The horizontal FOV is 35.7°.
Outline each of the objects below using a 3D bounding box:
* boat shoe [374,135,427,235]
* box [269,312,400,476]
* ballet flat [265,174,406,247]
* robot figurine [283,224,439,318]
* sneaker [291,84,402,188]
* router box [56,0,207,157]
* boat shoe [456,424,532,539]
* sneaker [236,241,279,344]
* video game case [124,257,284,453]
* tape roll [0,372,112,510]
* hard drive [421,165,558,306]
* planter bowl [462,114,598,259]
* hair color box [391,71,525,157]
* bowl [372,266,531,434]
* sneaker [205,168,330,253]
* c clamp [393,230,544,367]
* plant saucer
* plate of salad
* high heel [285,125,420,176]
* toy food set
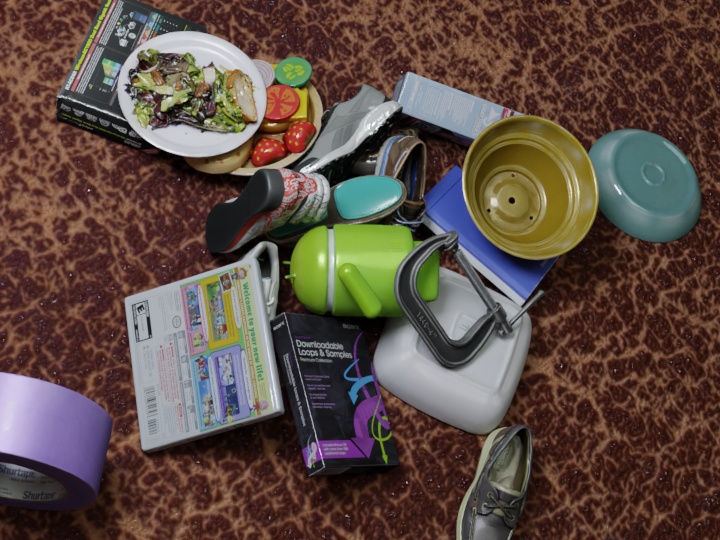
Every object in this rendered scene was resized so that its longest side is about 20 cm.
[{"bbox_3d":[0.049,-0.084,1.512,0.071,0.072,0.203,6,90,-29],"label":"boat shoe"},{"bbox_3d":[-0.031,0.153,1.392,0.142,0.036,0.202,8,57,-48],"label":"box"},{"bbox_3d":[-0.031,-0.076,1.493,0.197,0.067,0.069,-12,67,8],"label":"ballet flat"},{"bbox_3d":[0.000,0.000,1.429,0.197,0.176,0.118,1,102,-5],"label":"robot figurine"},{"bbox_3d":[-0.032,-0.175,1.506,0.079,0.074,0.200,42,66,12],"label":"sneaker"},{"bbox_3d":[-0.313,-0.272,1.538,0.148,0.062,0.202,21,60,-7],"label":"router box"},{"bbox_3d":[0.171,0.284,1.408,0.072,0.065,0.202,20,61,-8],"label":"boat shoe"},{"bbox_3d":[-0.138,0.054,1.416,0.073,0.087,0.203,7,63,-14],"label":"sneaker"},{"bbox_3d":[-0.193,0.102,1.363,0.180,0.022,0.203,-17,66,11],"label":"video game case"},{"bbox_3d":[-0.374,0.188,1.211,0.197,0.200,0.086,13,62,-10],"label":"tape roll"},{"bbox_3d":[0.180,-0.052,1.582,0.199,0.025,0.132,41,43,5],"label":"hard drive"},{"bbox_3d":[0.223,-0.106,1.552,0.197,0.083,0.204,3,78,-13],"label":"planter bowl"},{"bbox_3d":[0.144,-0.221,1.624,0.197,0.099,0.061,19,90,-7],"label":"hair color box"},{"bbox_3d":[0.133,0.096,1.487,0.198,0.075,0.201,27,60,-4],"label":"bowl"},{"bbox_3d":[-0.117,-0.070,1.435,0.107,0.201,0.068,1,69,-33],"label":"sneaker"},{"bbox_3d":[0.129,0.028,1.416,0.171,0.027,0.200,-50,120,-14],"label":"c clamp"},{"bbox_3d":[0.444,-0.141,1.722,0.197,0.036,0.203,7,63,-14],"label":"plant saucer"},{"bbox_3d":[-0.221,-0.241,1.483,0.197,0.048,0.203,5,63,-11],"label":"plate of salad"},{"bbox_3d":[-0.018,-0.186,1.585,0.143,0.072,0.199,45,62,11],"label":"high heel"},{"bbox_3d":[-0.150,-0.216,1.540,0.197,0.049,0.200,-4,58,3],"label":"toy food set"}]
